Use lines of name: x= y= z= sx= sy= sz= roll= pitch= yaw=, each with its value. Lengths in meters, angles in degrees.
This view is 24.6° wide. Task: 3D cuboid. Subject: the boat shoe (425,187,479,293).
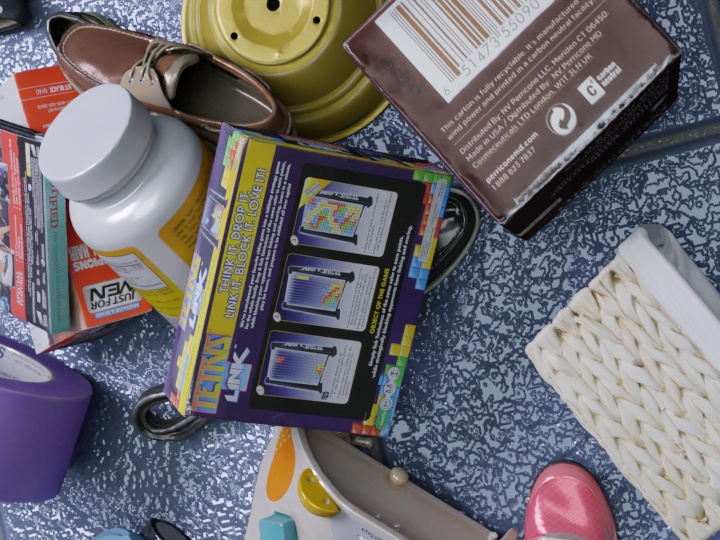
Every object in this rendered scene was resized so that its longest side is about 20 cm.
boat shoe: x=-0.001 y=-0.002 z=1.260 sx=0.197 sy=0.066 sz=0.075 roll=-24 pitch=85 yaw=12

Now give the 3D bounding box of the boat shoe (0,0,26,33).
boat shoe: x=-0.367 y=-0.202 z=1.344 sx=0.198 sy=0.076 sz=0.061 roll=-17 pitch=80 yaw=14

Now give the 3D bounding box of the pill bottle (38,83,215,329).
pill bottle: x=-0.141 y=-0.040 z=1.206 sx=0.112 sy=0.200 sz=0.114 roll=-21 pitch=46 yaw=23

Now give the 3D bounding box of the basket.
basket: x=0.224 y=0.081 z=1.174 sx=0.123 sy=0.135 sz=0.201 roll=-41 pitch=81 yaw=14

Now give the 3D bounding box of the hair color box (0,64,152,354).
hair color box: x=-0.236 y=-0.046 z=1.291 sx=0.111 sy=0.063 sz=0.202 roll=-24 pitch=83 yaw=56

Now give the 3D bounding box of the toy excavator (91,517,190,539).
toy excavator: x=-0.184 y=0.265 z=1.212 sx=0.100 sy=0.199 sz=0.195 roll=-51 pitch=51 yaw=9

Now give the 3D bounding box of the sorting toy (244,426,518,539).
sorting toy: x=-0.014 y=0.231 z=1.246 sx=0.199 sy=0.107 sz=0.181 roll=31 pitch=120 yaw=-1

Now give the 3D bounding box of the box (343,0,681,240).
box: x=0.113 y=-0.139 z=1.160 sx=0.166 sy=0.200 sz=0.164 roll=-44 pitch=81 yaw=6

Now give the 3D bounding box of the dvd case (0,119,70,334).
dvd case: x=-0.280 y=-0.045 z=1.275 sx=0.199 sy=0.022 sz=0.148 roll=18 pitch=112 yaw=49

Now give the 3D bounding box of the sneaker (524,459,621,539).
sneaker: x=0.150 y=0.243 z=1.213 sx=0.073 sy=0.087 sz=0.203 roll=3 pitch=91 yaw=12

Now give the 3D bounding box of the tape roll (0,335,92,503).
tape roll: x=-0.311 y=0.100 z=1.266 sx=0.198 sy=0.200 sz=0.086 roll=22 pitch=95 yaw=12

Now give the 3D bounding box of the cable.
cable: x=-0.088 y=0.100 z=1.279 sx=0.197 sy=0.051 sz=0.098 roll=-4 pitch=126 yaw=9

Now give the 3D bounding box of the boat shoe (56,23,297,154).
boat shoe: x=-0.137 y=-0.141 z=1.227 sx=0.198 sy=0.072 sz=0.076 roll=22 pitch=70 yaw=10

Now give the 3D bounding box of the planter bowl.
planter bowl: x=-0.057 y=-0.198 z=1.266 sx=0.198 sy=0.083 sz=0.203 roll=0 pitch=90 yaw=14

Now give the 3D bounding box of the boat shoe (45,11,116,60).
boat shoe: x=-0.176 y=-0.131 z=1.301 sx=0.201 sy=0.066 sz=0.072 roll=44 pitch=103 yaw=12

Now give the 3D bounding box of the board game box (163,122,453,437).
board game box: x=-0.038 y=0.010 z=1.172 sx=0.163 sy=0.057 sz=0.203 roll=9 pitch=102 yaw=-24
